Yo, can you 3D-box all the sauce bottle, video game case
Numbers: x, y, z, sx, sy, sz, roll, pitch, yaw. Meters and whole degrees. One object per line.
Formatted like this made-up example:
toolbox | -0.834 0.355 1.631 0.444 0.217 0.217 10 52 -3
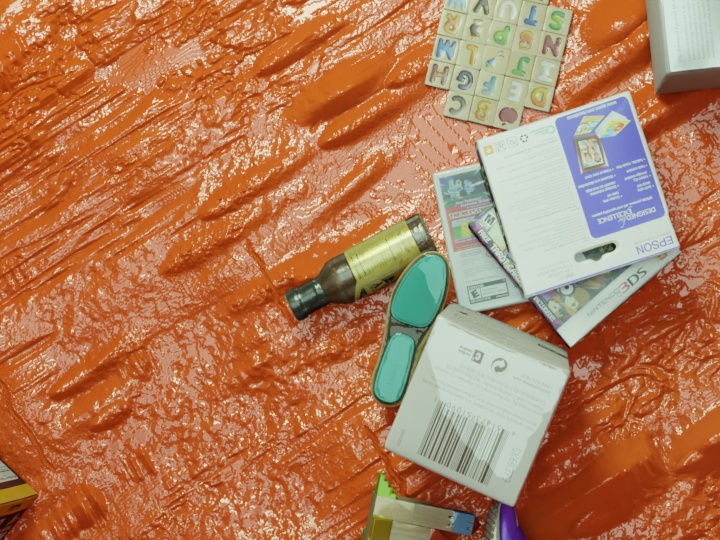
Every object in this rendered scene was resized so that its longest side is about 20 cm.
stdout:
sauce bottle | 0.000 0.000 1.580 0.198 0.065 0.065 -27 83 5
video game case | 0.261 -0.038 1.545 0.181 0.036 0.201 -39 82 1
video game case | 0.204 -0.053 1.583 0.197 0.023 0.185 -12 85 6

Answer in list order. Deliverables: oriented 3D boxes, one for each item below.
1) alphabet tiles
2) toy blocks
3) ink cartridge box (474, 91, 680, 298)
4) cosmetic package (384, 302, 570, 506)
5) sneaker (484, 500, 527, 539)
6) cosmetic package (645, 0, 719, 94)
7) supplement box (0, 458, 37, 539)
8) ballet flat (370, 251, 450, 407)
alphabet tiles | 0.177 -0.285 1.611 0.164 0.006 0.203 14 87 6
toy blocks | 0.068 0.361 1.537 0.135 0.100 0.203 12 86 -4
ink cartridge box | 0.258 -0.089 1.510 0.195 0.043 0.203 -17 81 4
cosmetic package | 0.142 0.150 1.475 0.163 0.200 0.167 23 96 6
sneaker | 0.208 0.374 1.531 0.098 0.070 0.203 -7 89 -2
cosmetic package | 0.451 -0.333 1.528 0.197 0.123 0.203 -5 85 4
supplement box | -0.558 0.297 1.579 0.199 0.133 0.198 40 90 8
ballet flat | 0.060 0.071 1.565 0.068 0.063 0.202 22 93 10
